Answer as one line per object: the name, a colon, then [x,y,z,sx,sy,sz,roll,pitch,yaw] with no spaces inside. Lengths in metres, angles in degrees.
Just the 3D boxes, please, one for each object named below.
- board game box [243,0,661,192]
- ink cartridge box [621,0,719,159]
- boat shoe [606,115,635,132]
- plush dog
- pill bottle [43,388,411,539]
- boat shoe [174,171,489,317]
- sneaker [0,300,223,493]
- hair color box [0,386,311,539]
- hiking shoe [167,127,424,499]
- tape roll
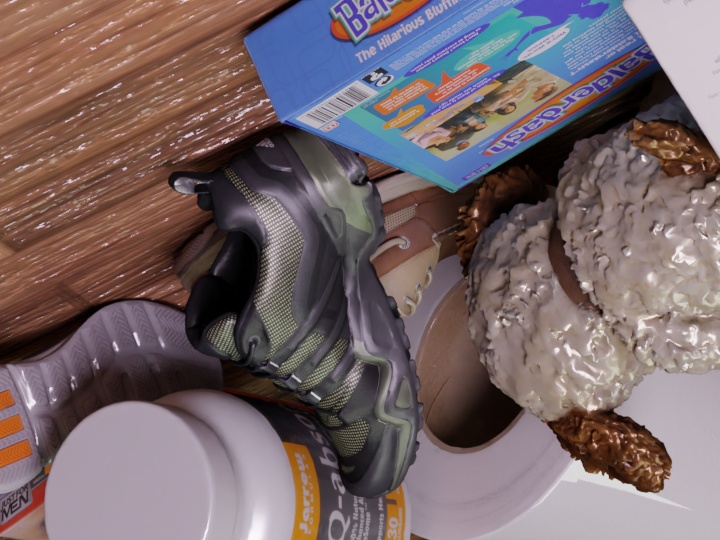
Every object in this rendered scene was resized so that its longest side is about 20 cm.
board game box: [0.059,-0.102,0.949,0.151,0.045,0.200,-30,162,16]
ink cartridge box: [0.195,-0.068,0.908,0.067,0.201,0.116,-25,-160,31]
boat shoe: [0.220,-0.067,1.252,0.199,0.063,0.075,-15,159,-33]
plush dog: [0.122,0.001,1.004,0.172,0.201,0.160,-39,148,28]
pill bottle: [-0.063,0.121,1.091,0.116,0.117,0.200,-30,160,19]
boat shoe: [0.000,0.000,1.127,0.199,0.072,0.076,-15,161,-29]
sneaker: [-0.169,0.072,1.133,0.112,0.078,0.199,-20,176,43]
hair color box: [-0.105,0.119,1.274,0.199,0.064,0.111,17,139,-41]
hiking shoe: [-0.033,0.026,1.032,0.100,0.202,0.076,-17,-153,-10]
tape roll: [0.115,0.068,1.208,0.138,0.204,0.202,23,135,-36]
